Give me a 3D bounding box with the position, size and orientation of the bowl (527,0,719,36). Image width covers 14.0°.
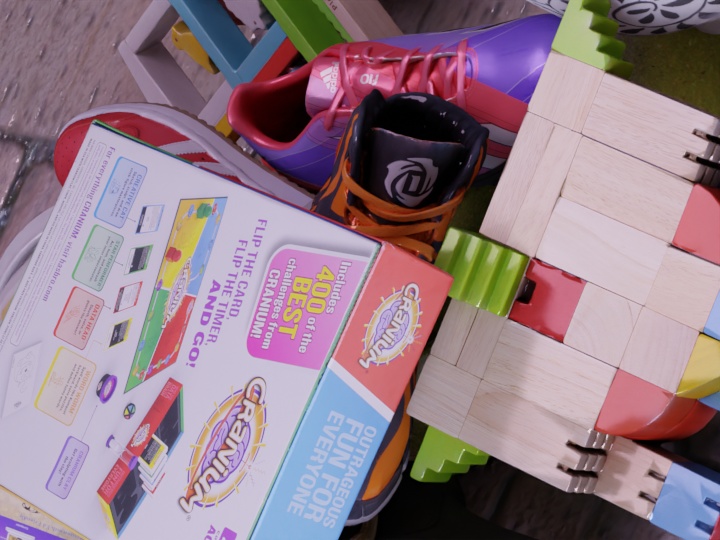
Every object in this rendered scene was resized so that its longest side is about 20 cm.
[{"bbox_3d":[0.142,-0.159,1.187,0.200,0.094,0.201,-36,25,20],"label":"bowl"}]

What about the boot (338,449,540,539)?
[{"bbox_3d":[0.058,0.125,1.168,0.200,0.138,0.078,-54,-37,-71],"label":"boot"}]

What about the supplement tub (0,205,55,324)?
[{"bbox_3d":[-0.100,0.066,1.373,0.146,0.145,0.200,-52,32,21],"label":"supplement tub"}]

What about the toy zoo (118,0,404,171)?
[{"bbox_3d":[-0.050,-0.093,1.422,0.020,0.131,0.200,-33,-8,-35],"label":"toy zoo"}]

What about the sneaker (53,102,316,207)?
[{"bbox_3d":[-0.092,-0.010,1.287,0.200,0.112,0.072,27,127,36],"label":"sneaker"}]

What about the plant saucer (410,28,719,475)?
[{"bbox_3d":[0.072,-0.028,1.268,0.200,0.048,0.200,-30,45,45],"label":"plant saucer"}]

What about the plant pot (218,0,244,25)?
[{"bbox_3d":[-0.032,-0.231,1.459,0.195,0.200,0.202,-37,39,51],"label":"plant pot"}]

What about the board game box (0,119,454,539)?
[{"bbox_3d":[-0.068,0.039,1.134,0.200,0.040,0.154,24,90,49],"label":"board game box"}]

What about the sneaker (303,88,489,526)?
[{"bbox_3d":[0.000,0.000,1.160,0.200,0.077,0.112,-85,13,-47],"label":"sneaker"}]

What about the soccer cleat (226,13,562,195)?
[{"bbox_3d":[0.020,-0.073,1.262,0.200,0.073,0.068,-15,54,53],"label":"soccer cleat"}]

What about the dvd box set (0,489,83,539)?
[{"bbox_3d":[-0.130,0.176,1.258,0.029,0.146,0.201,-24,-50,-73],"label":"dvd box set"}]

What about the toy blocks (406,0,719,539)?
[{"bbox_3d":[0.110,0.013,1.108,0.136,0.100,0.201,24,96,28],"label":"toy blocks"}]
